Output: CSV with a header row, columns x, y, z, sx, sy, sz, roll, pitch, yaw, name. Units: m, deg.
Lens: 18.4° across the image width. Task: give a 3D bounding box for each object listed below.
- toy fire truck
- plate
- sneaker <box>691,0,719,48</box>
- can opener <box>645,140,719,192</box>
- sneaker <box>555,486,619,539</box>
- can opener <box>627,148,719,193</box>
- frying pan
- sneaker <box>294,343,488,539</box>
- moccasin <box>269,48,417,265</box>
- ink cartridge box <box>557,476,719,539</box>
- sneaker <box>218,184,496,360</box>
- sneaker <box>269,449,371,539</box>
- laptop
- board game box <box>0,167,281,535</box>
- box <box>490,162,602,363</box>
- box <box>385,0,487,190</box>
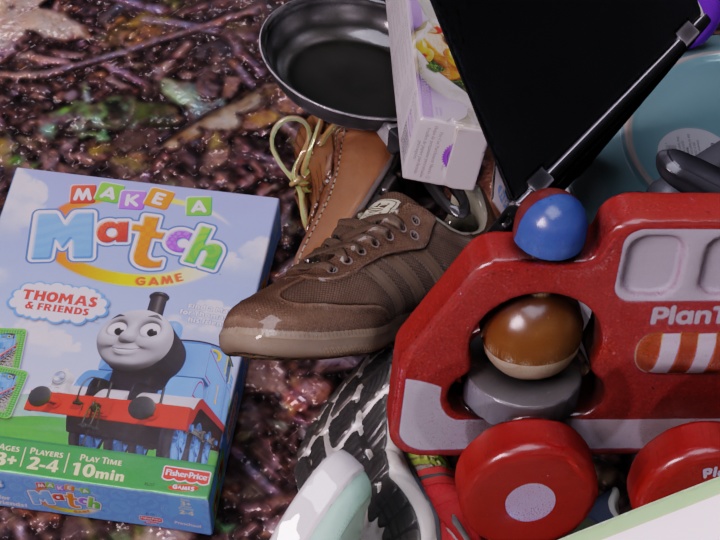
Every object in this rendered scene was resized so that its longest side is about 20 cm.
x,y,z,sx,sy,sz,roll,pitch,yaw,name
0.115,0.031,1.025,0.198,0.169,0.112,2,38,-7,toy fire truck
0.210,-0.065,1.215,0.199,0.026,0.201,2,51,-2,plate
0.108,-0.161,1.209,0.199,0.070,0.100,26,31,-13,sneaker
0.226,-0.079,1.162,0.199,0.067,0.053,-30,41,-35,can opener
0.170,0.169,1.043,0.199,0.067,0.090,27,60,24,sneaker
0.216,0.001,1.091,0.199,0.064,0.079,21,20,-17,can opener
0.025,-0.091,1.196,0.115,0.031,0.190,-26,54,-37,frying pan
0.024,0.118,1.092,0.085,0.077,0.201,32,26,-27,sneaker
-0.008,-0.061,1.228,0.077,0.074,0.202,8,50,10,moccasin
0.152,0.198,0.961,0.145,0.048,0.201,-23,65,16,ink cartridge box
0.000,0.000,1.124,0.070,0.076,0.199,-2,5,39,sneaker
0.002,0.186,0.979,0.117,0.074,0.202,17,95,12,sneaker
0.074,-0.100,1.079,0.116,0.200,0.187,43,50,5,laptop
-0.132,0.037,1.170,0.150,0.037,0.201,7,50,5,board game box
0.181,-0.001,1.203,0.155,0.041,0.201,-16,52,-14,box
0.039,-0.118,1.182,0.038,0.042,0.201,10,36,-11,box
